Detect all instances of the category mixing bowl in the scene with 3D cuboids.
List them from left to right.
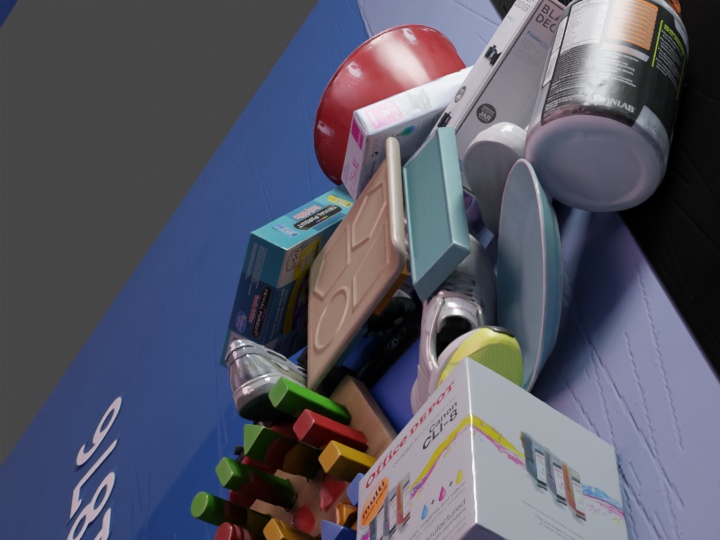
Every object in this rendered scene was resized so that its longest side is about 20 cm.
[{"bbox_3d":[0.059,-0.149,1.982,0.108,0.199,0.201,41,100,42],"label":"mixing bowl"}]

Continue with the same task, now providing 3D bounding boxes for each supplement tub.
[{"bbox_3d":[0.216,-0.159,1.596,0.122,0.122,0.201,-40,23,47],"label":"supplement tub"}]

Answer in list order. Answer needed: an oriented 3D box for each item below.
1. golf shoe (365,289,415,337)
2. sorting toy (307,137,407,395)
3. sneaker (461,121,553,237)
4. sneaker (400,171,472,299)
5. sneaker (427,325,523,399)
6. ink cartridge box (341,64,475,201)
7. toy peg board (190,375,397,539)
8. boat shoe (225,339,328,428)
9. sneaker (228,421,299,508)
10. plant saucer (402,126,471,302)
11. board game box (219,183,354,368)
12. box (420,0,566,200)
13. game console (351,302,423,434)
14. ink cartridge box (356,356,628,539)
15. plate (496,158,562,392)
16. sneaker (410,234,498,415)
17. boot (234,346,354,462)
[{"bbox_3d":[0.001,0.025,1.848,0.200,0.076,0.089,165,96,-74],"label":"golf shoe"},{"bbox_3d":[0.000,0.000,1.760,0.186,0.036,0.201,-91,27,-53],"label":"sorting toy"},{"bbox_3d":[0.151,-0.111,1.675,0.116,0.073,0.200,-60,-17,-15],"label":"sneaker"},{"bbox_3d":[0.061,-0.025,1.915,0.088,0.081,0.201,-18,-34,-35],"label":"sneaker"},{"bbox_3d":[0.087,0.144,1.517,0.090,0.077,0.202,-124,52,-70],"label":"sneaker"},{"bbox_3d":[0.079,-0.146,1.863,0.198,0.042,0.120,-21,-26,-19],"label":"ink cartridge box"},{"bbox_3d":[-0.054,0.213,1.658,0.201,0.097,0.199,-55,36,14],"label":"toy peg board"},{"bbox_3d":[-0.082,0.112,1.785,0.074,0.065,0.202,-27,-16,9],"label":"boat shoe"},{"bbox_3d":[-0.090,0.213,1.847,0.116,0.078,0.202,-81,9,-61],"label":"sneaker"},{"bbox_3d":[0.065,-0.057,1.680,0.070,0.019,0.201,-47,25,27],"label":"plant saucer"},{"bbox_3d":[-0.063,0.009,1.927,0.200,0.047,0.152,-32,-38,-58],"label":"board game box"},{"bbox_3d":[0.157,-0.159,1.784,0.201,0.116,0.060,-55,16,7],"label":"box"},{"bbox_3d":[0.050,0.126,1.759,0.200,0.119,0.170,-47,-11,32],"label":"game console"},{"bbox_3d":[0.090,0.193,1.292,0.146,0.144,0.201,-51,17,25],"label":"ink cartridge box"},{"bbox_3d":[0.144,0.008,1.558,0.200,0.025,0.203,180,90,-84],"label":"plate"},{"bbox_3d":[0.091,0.041,1.626,0.100,0.074,0.202,103,175,-53],"label":"sneaker"},{"bbox_3d":[-0.070,0.164,1.952,0.163,0.073,0.198,-58,9,-6],"label":"boot"}]
